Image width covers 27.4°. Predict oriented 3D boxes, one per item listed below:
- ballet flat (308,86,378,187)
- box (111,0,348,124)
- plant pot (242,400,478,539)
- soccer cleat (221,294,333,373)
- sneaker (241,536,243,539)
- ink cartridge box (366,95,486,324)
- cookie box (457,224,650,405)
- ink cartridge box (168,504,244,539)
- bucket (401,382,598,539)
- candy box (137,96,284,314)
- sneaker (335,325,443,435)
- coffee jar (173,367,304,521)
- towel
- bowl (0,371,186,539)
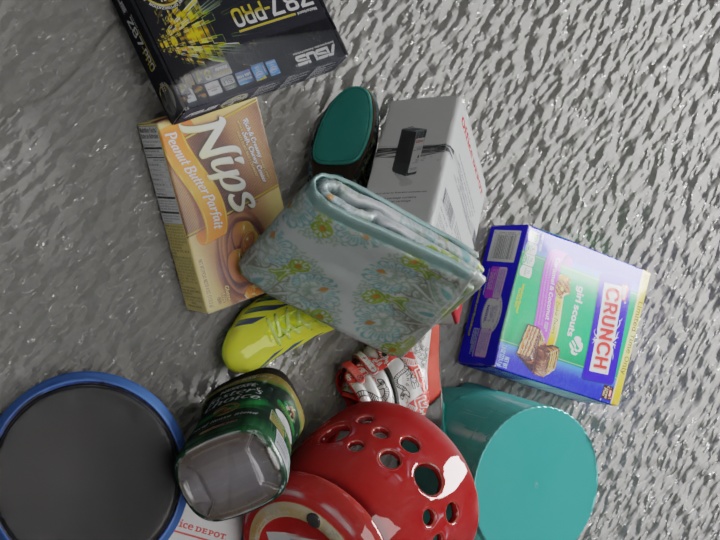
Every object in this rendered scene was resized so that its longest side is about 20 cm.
[{"bbox_3d":[-0.020,-0.097,1.567,0.074,0.074,0.201,29,65,-30],"label":"ballet flat"},{"bbox_3d":[-0.132,-0.250,1.479,0.200,0.049,0.162,-22,86,-29],"label":"box"},{"bbox_3d":[-0.006,0.259,1.502,0.182,0.200,0.201,-35,112,-48],"label":"plant pot"},{"bbox_3d":[-0.057,0.045,1.551,0.200,0.084,0.065,-30,109,-27],"label":"soccer cleat"},{"bbox_3d":[-0.137,0.354,1.524,0.078,0.090,0.201,42,51,-38],"label":"sneaker"},{"bbox_3d":[0.067,-0.064,1.547,0.145,0.083,0.200,70,27,-44],"label":"ink cartridge box"},{"bbox_3d":[0.230,0.054,1.736,0.200,0.075,0.172,18,83,-32],"label":"cookie box"},{"bbox_3d":[-0.196,0.295,1.489,0.115,0.068,0.201,23,82,-30],"label":"ink cartridge box"},{"bbox_3d":[0.158,0.233,1.667,0.207,0.135,0.208,-2,93,-31],"label":"bucket"},{"bbox_3d":[-0.142,-0.069,1.507,0.115,0.055,0.201,-20,103,-30],"label":"candy box"},{"bbox_3d":[0.028,0.082,1.616,0.108,0.067,0.202,-2,85,-19],"label":"sneaker"},{"bbox_3d":[-0.114,0.165,1.451,0.104,0.200,0.086,-23,101,9],"label":"coffee jar"},{"bbox_3d":[0.000,0.000,1.448,0.200,0.171,0.048,28,47,-15],"label":"towel"},{"bbox_3d":[-0.262,0.197,1.414,0.200,0.039,0.201,1,85,-10],"label":"bowl"}]
